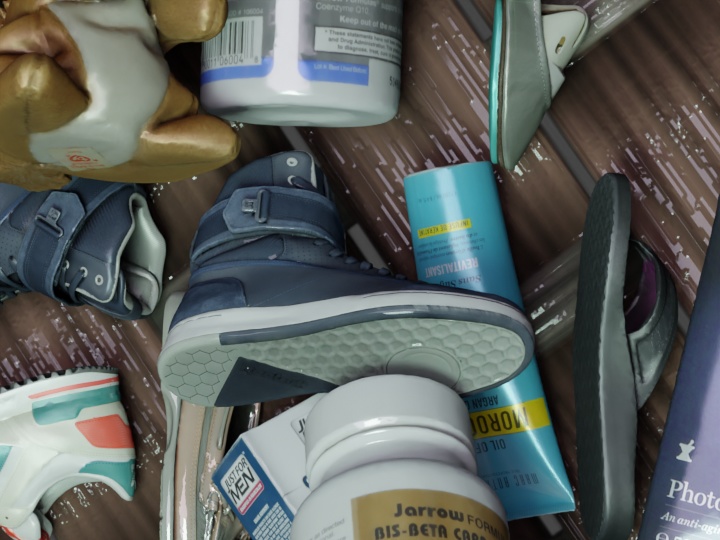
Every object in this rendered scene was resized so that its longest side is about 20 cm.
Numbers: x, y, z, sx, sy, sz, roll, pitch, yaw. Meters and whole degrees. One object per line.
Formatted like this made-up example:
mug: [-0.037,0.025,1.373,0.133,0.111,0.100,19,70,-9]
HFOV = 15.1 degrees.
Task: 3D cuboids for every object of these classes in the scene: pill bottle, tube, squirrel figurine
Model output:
pill bottle: [-0.030,-0.186,1.517,0.113,0.114,0.201,1,86,15]
tube: [0.066,0.041,1.512,0.077,0.050,0.201,-13,86,30]
pill bottle: [0.022,0.158,1.374,0.114,0.114,0.201,-16,51,13]
squirrel figurine: [-0.154,-0.146,1.485,0.200,0.141,0.188,-22,59,55]

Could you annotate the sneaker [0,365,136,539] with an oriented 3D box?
sneaker: [-0.222,0.122,1.560,0.199,0.070,0.094,-18,87,2]

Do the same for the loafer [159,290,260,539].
loafer: [-0.079,0.110,1.533,0.063,0.072,0.201,-2,82,8]

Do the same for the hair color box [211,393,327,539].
hair color box: [0.018,0.161,1.482,0.100,0.061,0.200,-27,76,-32]

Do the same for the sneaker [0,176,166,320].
sneaker: [-0.203,0.014,1.567,0.146,0.077,0.203,35,94,17]

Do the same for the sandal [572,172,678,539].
sandal: [0.146,0.047,1.483,0.048,0.075,0.201,-1,93,-10]

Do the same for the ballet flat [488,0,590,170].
ballet flat: [0.099,-0.157,1.507,0.063,0.067,0.201,-3,86,4]

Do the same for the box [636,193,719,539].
box: [0.265,0.078,1.414,0.199,0.123,0.199,13,88,15]

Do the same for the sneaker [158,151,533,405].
sneaker: [-0.001,-0.001,1.476,0.201,0.077,0.147,-1,45,13]
